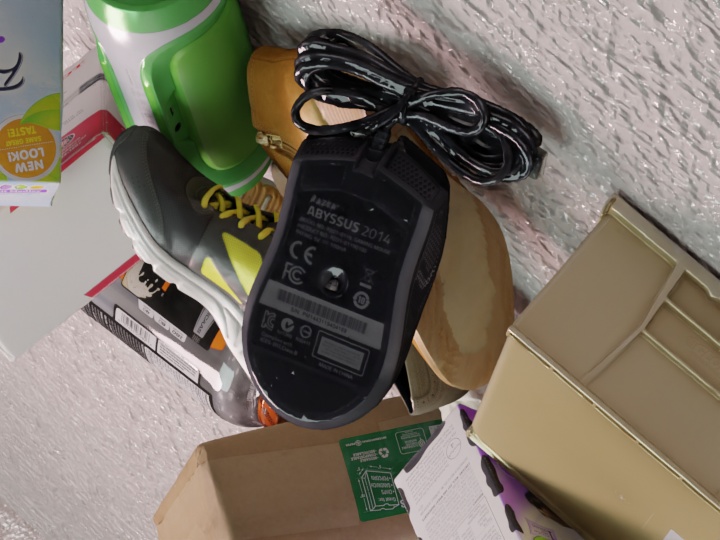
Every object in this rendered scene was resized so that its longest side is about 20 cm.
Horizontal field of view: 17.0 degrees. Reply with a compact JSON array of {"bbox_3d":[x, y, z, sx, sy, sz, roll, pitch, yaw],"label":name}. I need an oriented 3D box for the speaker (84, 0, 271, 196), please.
[{"bbox_3d":[-0.102,-0.120,1.393,0.088,0.088,0.200,36,161,25],"label":"speaker"}]

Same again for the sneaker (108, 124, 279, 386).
[{"bbox_3d":[-0.060,-0.013,1.377,0.085,0.075,0.200,-32,106,29],"label":"sneaker"}]

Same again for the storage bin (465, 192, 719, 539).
[{"bbox_3d":[0.165,0.088,1.267,0.198,0.094,0.200,40,162,10],"label":"storage bin"}]

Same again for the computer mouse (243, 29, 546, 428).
[{"bbox_3d":[0.006,-0.013,1.247,0.138,0.200,0.053,26,-163,14],"label":"computer mouse"}]

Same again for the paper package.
[{"bbox_3d":[-0.023,0.166,1.623,0.191,0.200,0.104,124,132,-65],"label":"paper package"}]

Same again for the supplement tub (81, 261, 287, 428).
[{"bbox_3d":[-0.096,0.025,1.657,0.200,0.123,0.123,35,161,25],"label":"supplement tub"}]

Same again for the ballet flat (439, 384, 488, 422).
[{"bbox_3d":[0.087,0.108,1.487,0.069,0.069,0.200,19,141,54],"label":"ballet flat"}]

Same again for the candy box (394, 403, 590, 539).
[{"bbox_3d":[0.128,0.187,1.376,0.168,0.072,0.200,23,-154,-32],"label":"candy box"}]

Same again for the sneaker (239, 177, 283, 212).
[{"bbox_3d":[-0.019,-0.004,1.535,0.200,0.076,0.088,38,-172,2],"label":"sneaker"}]

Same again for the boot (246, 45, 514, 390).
[{"bbox_3d":[0.008,-0.035,1.347,0.144,0.071,0.201,15,129,61],"label":"boot"}]

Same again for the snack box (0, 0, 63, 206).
[{"bbox_3d":[-0.259,-0.142,1.411,0.168,0.200,0.068,1,169,-12],"label":"snack box"}]

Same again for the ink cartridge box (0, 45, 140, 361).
[{"bbox_3d":[-0.194,-0.049,1.551,0.084,0.145,0.200,49,-171,-20],"label":"ink cartridge box"}]

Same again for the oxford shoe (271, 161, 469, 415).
[{"bbox_3d":[0.000,0.000,1.430,0.200,0.075,0.070,48,157,24],"label":"oxford shoe"}]
